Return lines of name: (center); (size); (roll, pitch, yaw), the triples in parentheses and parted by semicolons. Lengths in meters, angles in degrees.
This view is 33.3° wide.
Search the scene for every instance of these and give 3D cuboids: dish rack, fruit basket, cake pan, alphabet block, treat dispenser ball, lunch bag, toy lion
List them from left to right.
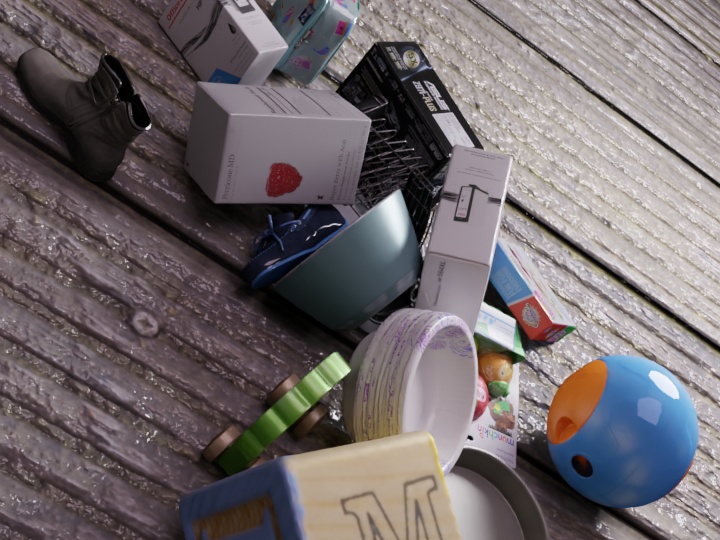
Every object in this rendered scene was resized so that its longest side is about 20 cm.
toy lion: (-0.071, 0.146, 1.295); (0.069, 0.192, 0.200); (47, 38, 4)
lunch bag: (-0.074, -0.379, 1.786); (0.077, 0.160, 0.201); (29, 35, -26)
alphabet block: (-0.033, 0.282, 1.184); (0.199, 0.195, 0.198); (-4, 75, -42)
dish rack: (0.035, -0.114, 1.582); (0.054, 0.154, 0.200); (-19, 55, -33)
fruit basket: (0.149, 0.136, 1.577); (0.184, 0.094, 0.201); (27, 49, -30)
cake pan: (0.146, 0.310, 1.465); (0.199, 0.037, 0.201); (24, 43, -24)
treat dispenser ball: (0.348, 0.213, 1.599); (0.200, 0.201, 0.202); (23, 43, -24)

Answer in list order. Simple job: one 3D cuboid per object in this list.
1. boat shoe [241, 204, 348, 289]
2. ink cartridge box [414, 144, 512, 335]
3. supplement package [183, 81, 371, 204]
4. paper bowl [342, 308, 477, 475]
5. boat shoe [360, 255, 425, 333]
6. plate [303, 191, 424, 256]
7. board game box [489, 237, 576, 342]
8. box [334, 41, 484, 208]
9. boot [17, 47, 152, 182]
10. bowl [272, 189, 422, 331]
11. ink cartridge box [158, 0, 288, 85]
boat shoe: (-0.096, -0.037, 1.525); (0.069, 0.084, 0.200); (52, 33, 1)
ink cartridge box: (0.131, -0.037, 1.534); (0.084, 0.147, 0.201); (13, 49, 4)
supplement package: (-0.108, -0.160, 1.534); (0.198, 0.122, 0.120); (-2, 27, -29)
paper bowl: (0.052, 0.145, 1.407); (0.200, 0.104, 0.203); (-18, 111, -58)
boat shoe: (0.063, 0.024, 1.619); (0.199, 0.068, 0.074); (-20, 70, -48)
plate: (-0.007, -0.113, 1.707); (0.199, 0.032, 0.201); (18, 47, -30)
board game box: (0.237, 0.028, 1.725); (0.154, 0.040, 0.200); (57, 14, 15)
box: (0.053, -0.190, 1.673); (0.086, 0.164, 0.201); (-11, 63, -45)
boot: (-0.324, -0.217, 1.439); (0.068, 0.131, 0.201); (-22, 72, -49)
bowl: (0.000, 0.000, 1.489); (0.105, 0.201, 0.201); (52, 39, -1)
ink cartridge box: (-0.204, -0.343, 1.670); (0.067, 0.116, 0.201); (-25, 74, -48)
